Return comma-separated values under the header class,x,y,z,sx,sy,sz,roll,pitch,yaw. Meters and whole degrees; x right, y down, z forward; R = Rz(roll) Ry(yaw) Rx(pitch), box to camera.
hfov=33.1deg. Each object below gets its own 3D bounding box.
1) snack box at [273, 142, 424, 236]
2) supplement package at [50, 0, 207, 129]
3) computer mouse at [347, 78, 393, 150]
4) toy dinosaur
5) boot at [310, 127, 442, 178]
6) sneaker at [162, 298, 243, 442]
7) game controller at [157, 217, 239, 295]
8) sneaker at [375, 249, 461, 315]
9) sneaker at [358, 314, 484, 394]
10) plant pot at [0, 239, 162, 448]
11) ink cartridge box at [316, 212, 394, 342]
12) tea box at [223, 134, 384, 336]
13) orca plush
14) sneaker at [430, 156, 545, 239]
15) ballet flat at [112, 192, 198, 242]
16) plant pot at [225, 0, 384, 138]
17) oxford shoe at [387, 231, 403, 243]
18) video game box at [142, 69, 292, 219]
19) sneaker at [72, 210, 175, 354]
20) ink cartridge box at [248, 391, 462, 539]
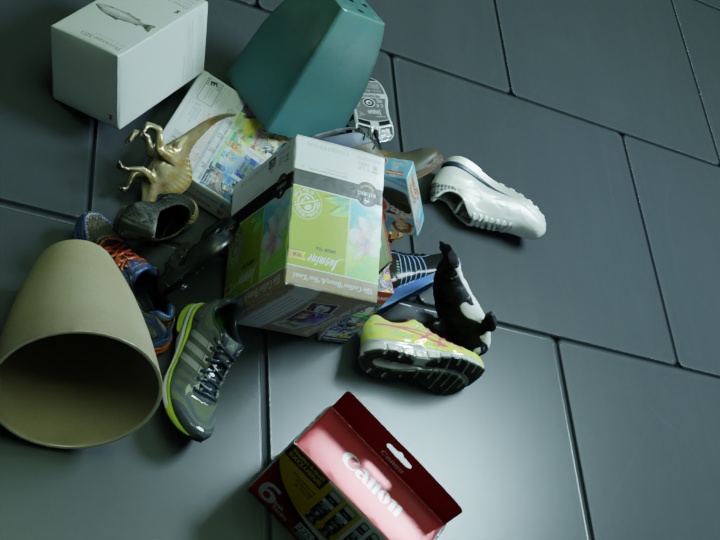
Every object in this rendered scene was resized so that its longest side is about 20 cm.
class,x,y,z,sx,sy,sz,roll,pitch,yaw
snack box,-0.016,-0.112,1.672,0.198,0.117,0.037,10,54,20
supplement package,-0.313,-0.302,1.657,0.116,0.118,0.200,26,43,17
computer mouse,0.017,-0.222,1.883,0.109,0.044,0.201,2,50,-16
toy dinosaur,-0.259,-0.151,1.606,0.101,0.058,0.201,37,83,-25
boot,0.020,-0.170,1.764,0.198,0.098,0.075,-18,21,-10
sneaker,-0.186,0.113,1.473,0.074,0.081,0.201,34,43,-38
game controller,-0.198,-0.020,1.502,0.042,0.104,0.200,59,4,-9
sneaker,0.062,-0.001,1.742,0.199,0.070,0.078,-24,80,-41
sneaker,0.086,0.106,1.678,0.199,0.078,0.091,18,40,-27
plant pot,-0.324,0.064,1.379,0.186,0.188,0.201,14,39,-25
ink cartridge box,0.000,0.000,1.608,0.050,0.200,0.110,9,54,-30
tea box,-0.075,-0.037,1.556,0.133,0.200,0.199,11,69,-26
orca plush,0.131,0.060,1.694,0.105,0.201,0.071,33,62,29
sneaker,0.200,-0.095,1.913,0.199,0.076,0.081,30,58,-6
ballet flat,-0.250,-0.059,1.541,0.056,0.067,0.200,24,13,11
plant pot,-0.067,-0.310,1.753,0.141,0.201,0.142,9,35,-46
oxford shoe,0.029,-0.063,1.769,0.071,0.071,0.200,45,45,-7
video game box,-0.189,-0.167,1.714,0.181,0.047,0.201,31,47,-8
sneaker,-0.284,0.004,1.501,0.075,0.078,0.201,-26,75,-43
ink cartridge box,-0.007,0.268,1.425,0.200,0.176,0.084,45,45,4
